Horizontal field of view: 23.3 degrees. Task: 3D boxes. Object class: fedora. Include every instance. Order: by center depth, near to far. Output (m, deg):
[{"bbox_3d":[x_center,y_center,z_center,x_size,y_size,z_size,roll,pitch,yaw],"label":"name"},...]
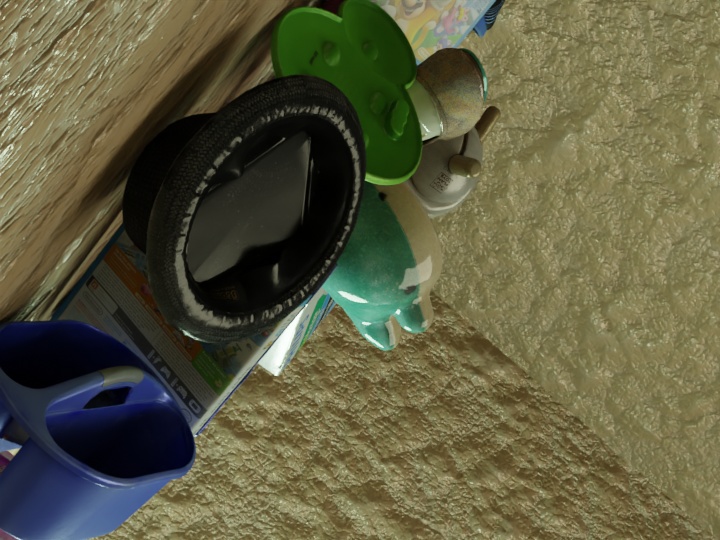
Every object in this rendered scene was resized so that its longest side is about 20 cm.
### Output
[{"bbox_3d":[-0.088,-0.052,1.162,0.200,0.091,0.202,-32,134,-40],"label":"fedora"}]

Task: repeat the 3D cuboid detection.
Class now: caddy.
[{"bbox_3d":[-0.193,0.102,1.190,0.105,0.142,0.200,-45,164,16],"label":"caddy"}]

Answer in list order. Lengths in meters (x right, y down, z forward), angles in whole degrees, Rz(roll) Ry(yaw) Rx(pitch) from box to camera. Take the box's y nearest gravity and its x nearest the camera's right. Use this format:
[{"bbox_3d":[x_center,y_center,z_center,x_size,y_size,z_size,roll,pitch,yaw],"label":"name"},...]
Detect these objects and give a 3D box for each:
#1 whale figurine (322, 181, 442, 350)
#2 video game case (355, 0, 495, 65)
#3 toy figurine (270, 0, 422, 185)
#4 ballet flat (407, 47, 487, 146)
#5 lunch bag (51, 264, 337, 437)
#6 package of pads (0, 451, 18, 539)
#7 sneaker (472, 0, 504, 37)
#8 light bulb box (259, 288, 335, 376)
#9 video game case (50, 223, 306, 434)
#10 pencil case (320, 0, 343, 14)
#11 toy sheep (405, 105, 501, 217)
[{"bbox_3d":[0.000,0.000,1.524,0.103,0.160,0.201,-26,153,-21],"label":"whale figurine"},{"bbox_3d":[0.081,-0.269,1.397,0.200,0.018,0.143,-50,136,0],"label":"video game case"},{"bbox_3d":[-0.062,-0.101,1.342,0.184,0.150,0.201,-35,-161,34],"label":"toy figurine"},{"bbox_3d":[0.044,-0.124,1.414,0.067,0.068,0.200,-31,178,-18],"label":"ballet flat"},{"bbox_3d":[-0.142,0.029,1.416,0.200,0.150,0.094,-50,-179,-25],"label":"lunch bag"},{"bbox_3d":[-0.309,0.205,1.447,0.076,0.120,0.200,-55,-179,1],"label":"package of pads"},{"bbox_3d":[0.115,-0.268,1.609,0.078,0.070,0.200,-43,-179,6],"label":"sneaker"},{"bbox_3d":[-0.058,-0.041,1.722,0.200,0.124,0.199,-51,172,-37],"label":"light bulb box"},{"bbox_3d":[-0.140,0.033,1.285,0.200,0.143,0.018,-49,164,28],"label":"video game case"},{"bbox_3d":[0.027,-0.219,1.462,0.200,0.094,0.091,-49,-179,-7],"label":"pencil case"},{"bbox_3d":[0.052,-0.111,1.578,0.138,0.138,0.200,-50,-156,-10],"label":"toy sheep"}]
